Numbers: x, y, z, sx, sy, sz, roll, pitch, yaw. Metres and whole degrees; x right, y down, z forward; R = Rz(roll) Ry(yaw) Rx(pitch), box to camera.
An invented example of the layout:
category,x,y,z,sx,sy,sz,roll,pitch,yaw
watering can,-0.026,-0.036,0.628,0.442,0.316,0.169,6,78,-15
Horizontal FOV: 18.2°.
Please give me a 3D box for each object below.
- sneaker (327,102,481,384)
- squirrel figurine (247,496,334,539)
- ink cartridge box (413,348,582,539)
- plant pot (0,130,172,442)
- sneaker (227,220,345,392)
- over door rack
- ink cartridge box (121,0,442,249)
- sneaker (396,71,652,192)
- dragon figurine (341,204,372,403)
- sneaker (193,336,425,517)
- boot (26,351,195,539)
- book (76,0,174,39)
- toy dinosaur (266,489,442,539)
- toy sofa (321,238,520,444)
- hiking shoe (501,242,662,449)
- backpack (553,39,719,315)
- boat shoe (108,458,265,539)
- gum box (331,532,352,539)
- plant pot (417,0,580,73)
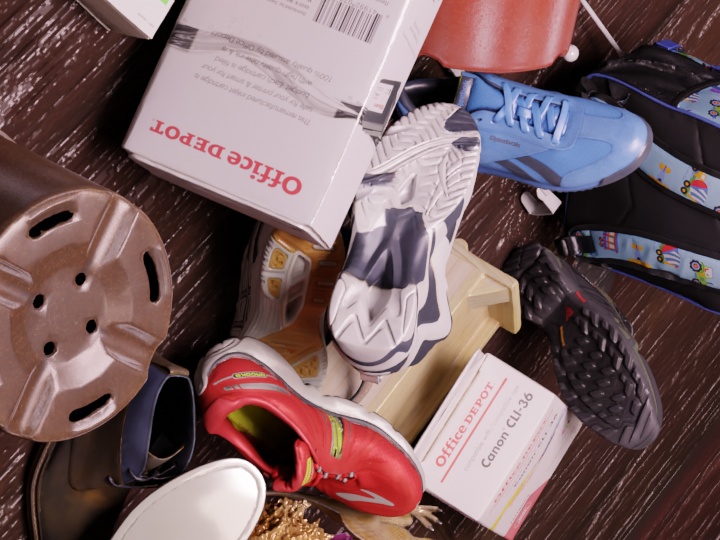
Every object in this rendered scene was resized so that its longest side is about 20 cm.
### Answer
category,x,y,z,sx,sy,sz,roll,pitch,yaw
sneaker,0.032,-0.009,1.570,0.130,0.079,0.200,86,16,-67
squirrel figurine,-0.087,0.258,1.576,0.187,0.141,0.201,48,46,-77
ink cartridge box,0.104,0.138,1.747,0.117,0.067,0.200,-59,162,-3
plant pot,-0.229,0.003,1.343,0.200,0.198,0.201,-16,113,-41
sneaker,-0.056,0.028,1.612,0.075,0.088,0.201,13,119,-15
over door rack,0.156,-0.157,1.768,0.148,0.066,0.200,-51,133,-19
ink cartridge box,-0.050,-0.135,1.503,0.201,0.144,0.084,-66,166,-6
sneaker,0.114,-0.107,1.646,0.078,0.199,0.066,47,58,-52
dragon figurine,0.000,0.000,1.660,0.059,0.099,0.201,-6,117,-29
sneaker,-0.039,0.130,1.579,0.200,0.085,0.077,33,120,-23
boot,-0.168,0.139,1.519,0.074,0.097,0.201,-5,107,-45
book,-0.140,-0.271,1.452,0.134,0.048,0.201,42,72,-41
toy dinosaur,0.013,0.192,1.651,0.101,0.200,0.058,16,102,-56
toy sofa,0.031,0.073,1.721,0.200,0.097,0.083,-52,158,-20
hiking shoe,0.195,0.060,1.794,0.100,0.200,0.076,14,128,-48
backpack,0.269,-0.068,1.757,0.134,0.199,0.183,-30,135,-42
boat shoe,-0.147,0.198,1.527,0.200,0.062,0.073,-45,101,-1
gum box,0.044,0.286,1.704,0.066,0.199,0.114,-5,108,-44
plant pot,0.087,-0.255,1.590,0.200,0.200,0.196,-16,122,-41
